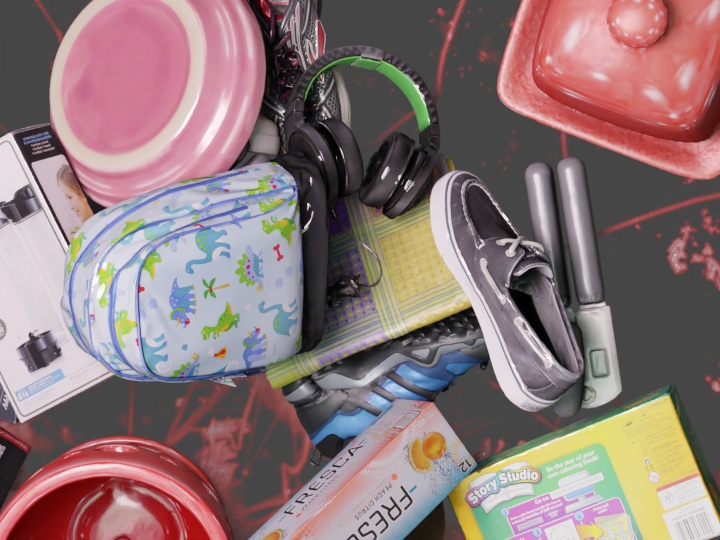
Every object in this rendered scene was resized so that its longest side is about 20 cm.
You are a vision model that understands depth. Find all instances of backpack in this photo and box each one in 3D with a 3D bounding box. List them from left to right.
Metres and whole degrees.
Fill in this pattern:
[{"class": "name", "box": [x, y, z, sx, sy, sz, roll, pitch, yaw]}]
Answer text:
[{"class": "backpack", "box": [-0.121, 0.008, 1.467, 0.199, 0.154, 0.164, -3, 113, -18]}]

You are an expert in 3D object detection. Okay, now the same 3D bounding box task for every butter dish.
[{"class": "butter dish", "box": [0.213, -0.187, 1.505, 0.198, 0.148, 0.201, 21, 98, 8]}]

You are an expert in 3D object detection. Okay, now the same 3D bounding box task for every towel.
[{"class": "towel", "box": [0.000, 0.000, 1.600, 0.199, 0.023, 0.144, -24, 60, 11]}]

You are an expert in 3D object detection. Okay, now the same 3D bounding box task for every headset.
[{"class": "headset", "box": [-0.005, -0.074, 1.569, 0.123, 0.094, 0.201, 9, 72, -18]}]

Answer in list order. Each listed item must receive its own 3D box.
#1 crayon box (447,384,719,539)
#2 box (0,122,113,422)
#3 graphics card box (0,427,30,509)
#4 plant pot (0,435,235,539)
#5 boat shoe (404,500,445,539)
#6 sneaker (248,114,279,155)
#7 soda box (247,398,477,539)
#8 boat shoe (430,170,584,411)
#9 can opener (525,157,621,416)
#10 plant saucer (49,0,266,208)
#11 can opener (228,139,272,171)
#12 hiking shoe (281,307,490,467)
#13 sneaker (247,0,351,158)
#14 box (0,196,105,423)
[{"class": "crayon box", "box": [0.179, 0.184, 1.588, 0.199, 0.058, 0.119, -23, 90, 13]}, {"class": "box", "box": [-0.253, 0.002, 1.545, 0.116, 0.060, 0.201, -26, 90, 26]}, {"class": "graphics card box", "box": [-0.332, 0.211, 1.625, 0.051, 0.200, 0.126, 32, 100, -6]}, {"class": "plant pot", "box": [-0.191, 0.233, 1.596, 0.199, 0.183, 0.202, 0, 96, 0]}, {"class": "boat shoe", "box": [0.025, 0.233, 1.615, 0.071, 0.064, 0.201, -5, 96, -25]}, {"class": "sneaker", "box": [-0.144, -0.165, 1.606, 0.199, 0.074, 0.116, 18, 92, 20]}, {"class": "soda box", "box": [-0.007, 0.186, 1.525, 0.200, 0.063, 0.069, -42, 107, -21]}, {"class": "boat shoe", "box": [0.115, 0.004, 1.515, 0.068, 0.071, 0.201, -43, 58, 45]}, {"class": "can opener", "box": [0.167, 0.012, 1.568, 0.052, 0.066, 0.201, -8, 87, 11]}, {"class": "plant saucer", "box": [-0.167, -0.145, 1.543, 0.200, 0.051, 0.202, -7, 76, 30]}, {"class": "can opener", "box": [-0.148, -0.029, 1.570, 0.053, 0.067, 0.200, 43, 114, -13]}, {"class": "hiking shoe", "box": [0.039, 0.090, 1.612, 0.199, 0.074, 0.087, -18, 106, 18]}, {"class": "sneaker", "box": [-0.062, -0.171, 1.601, 0.080, 0.075, 0.201, -13, 93, 12]}, {"class": "box", "box": [-0.324, 0.000, 1.654, 0.181, 0.104, 0.201, 18, 98, 11]}]
